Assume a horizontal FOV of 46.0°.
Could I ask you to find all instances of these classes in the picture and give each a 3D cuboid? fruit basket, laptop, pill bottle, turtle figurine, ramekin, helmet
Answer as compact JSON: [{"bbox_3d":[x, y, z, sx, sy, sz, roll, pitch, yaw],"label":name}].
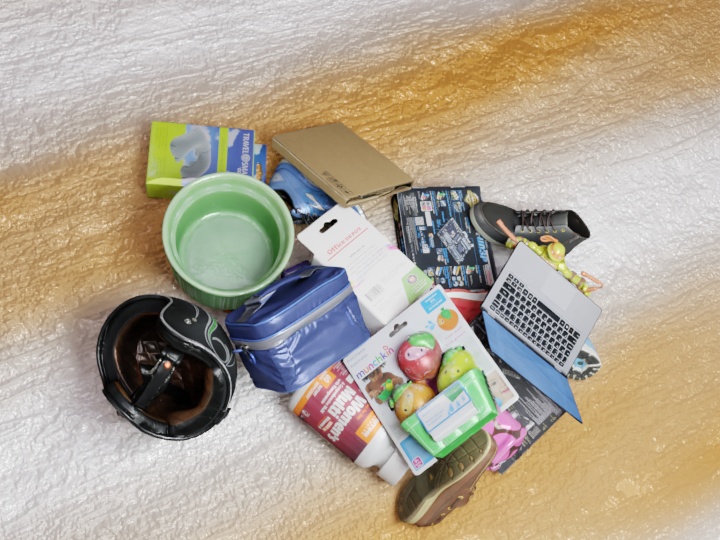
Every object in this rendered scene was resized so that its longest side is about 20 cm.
[{"bbox_3d":[0.094,0.151,1.193,0.184,0.094,0.201,-37,74,7],"label":"fruit basket"},{"bbox_3d":[0.283,0.087,1.268,0.186,0.116,0.202,37,76,-15],"label":"laptop"},{"bbox_3d":[-0.003,0.222,1.267,0.199,0.110,0.110,38,65,6],"label":"pill bottle"},{"bbox_3d":[0.295,-0.012,1.402,0.198,0.162,0.065,30,62,2],"label":"turtle figurine"},{"bbox_3d":[-0.204,-0.039,1.304,0.196,0.098,0.204,4,67,-10],"label":"ramekin"},{"bbox_3d":[-0.273,0.133,1.204,0.196,0.191,0.204,-7,110,-19],"label":"helmet"}]

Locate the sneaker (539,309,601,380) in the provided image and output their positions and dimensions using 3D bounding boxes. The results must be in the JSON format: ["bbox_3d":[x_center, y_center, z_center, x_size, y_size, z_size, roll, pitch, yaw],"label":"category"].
[{"bbox_3d":[0.309,0.098,1.400,0.199,0.078,0.091,38,30,-17],"label":"sneaker"}]

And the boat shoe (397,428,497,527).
[{"bbox_3d":[0.135,0.303,1.231,0.067,0.201,0.073,27,30,-24],"label":"boat shoe"}]

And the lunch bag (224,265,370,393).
[{"bbox_3d":[-0.100,0.077,1.224,0.199,0.135,0.134,-32,108,-34],"label":"lunch bag"}]

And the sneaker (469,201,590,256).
[{"bbox_3d":[0.288,-0.084,1.436,0.197,0.106,0.076,21,56,-22],"label":"sneaker"}]

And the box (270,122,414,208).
[{"bbox_3d":[-0.029,-0.181,1.421,0.162,0.022,0.200,-19,49,-40],"label":"box"}]

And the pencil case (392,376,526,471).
[{"bbox_3d":[0.148,0.213,1.266,0.199,0.091,0.094,37,69,12],"label":"pencil case"}]

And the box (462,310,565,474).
[{"bbox_3d":[0.207,0.187,1.319,0.200,0.050,0.158,45,100,10],"label":"box"}]

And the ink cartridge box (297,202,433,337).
[{"bbox_3d":[0.000,0.000,1.321,0.200,0.068,0.117,44,60,14],"label":"ink cartridge box"}]

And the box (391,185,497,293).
[{"bbox_3d":[0.143,-0.046,1.449,0.156,0.046,0.204,-3,68,-14],"label":"box"}]

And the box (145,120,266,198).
[{"bbox_3d":[-0.255,-0.179,1.422,0.196,0.048,0.124,3,67,-10],"label":"box"}]

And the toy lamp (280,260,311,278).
[{"bbox_3d":[-0.032,0.001,1.387,0.196,0.058,0.059,-12,70,-19],"label":"toy lamp"}]

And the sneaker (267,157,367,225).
[{"bbox_3d":[-0.073,-0.101,1.419,0.198,0.079,0.090,33,71,12],"label":"sneaker"}]

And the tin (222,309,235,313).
[{"bbox_3d":[-0.186,-0.024,1.375,0.110,0.042,0.203,15,65,-10],"label":"tin"}]

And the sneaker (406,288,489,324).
[{"bbox_3d":[0.169,0.097,1.377,0.196,0.079,0.118,-5,67,-13],"label":"sneaker"}]
